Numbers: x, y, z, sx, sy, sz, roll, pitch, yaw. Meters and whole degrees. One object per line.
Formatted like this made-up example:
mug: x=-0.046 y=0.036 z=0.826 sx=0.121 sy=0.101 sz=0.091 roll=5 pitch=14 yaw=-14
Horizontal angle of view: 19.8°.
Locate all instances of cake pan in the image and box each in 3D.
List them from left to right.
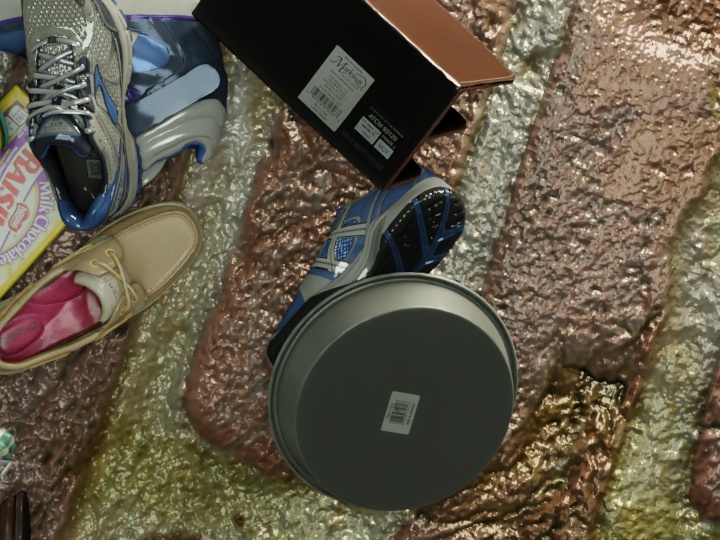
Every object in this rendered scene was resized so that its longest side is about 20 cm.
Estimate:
cake pan: x=0.029 y=0.100 z=1.575 sx=0.199 sy=0.037 sz=0.201 roll=-5 pitch=114 yaw=-12

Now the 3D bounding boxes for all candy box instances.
candy box: x=-0.292 y=-0.035 z=1.579 sx=0.102 sy=0.026 sz=0.200 roll=42 pitch=89 yaw=-8

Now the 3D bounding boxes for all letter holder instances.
letter holder: x=0.000 y=-0.170 z=1.549 sx=0.200 sy=0.142 sz=0.101 roll=43 pitch=113 yaw=12

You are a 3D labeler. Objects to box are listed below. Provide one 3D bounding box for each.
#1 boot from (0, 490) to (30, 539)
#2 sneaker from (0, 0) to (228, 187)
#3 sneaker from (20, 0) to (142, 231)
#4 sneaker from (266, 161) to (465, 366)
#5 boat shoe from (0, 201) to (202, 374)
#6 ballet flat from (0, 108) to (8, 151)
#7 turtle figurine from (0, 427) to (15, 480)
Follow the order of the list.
boot: x=-0.358 y=0.245 z=1.573 sx=0.199 sy=0.064 sz=0.187 roll=10 pitch=90 yaw=-1
sneaker: x=-0.199 y=-0.132 z=1.556 sx=0.199 sy=0.081 sz=0.147 roll=-2 pitch=89 yaw=-11
sneaker: x=-0.204 y=-0.120 z=1.484 sx=0.077 sy=0.085 sz=0.201 roll=-4 pitch=115 yaw=17
sneaker: x=0.000 y=0.000 z=1.592 sx=0.200 sy=0.077 sz=0.076 roll=-46 pitch=129 yaw=13
boat shoe: x=-0.201 y=0.018 z=1.560 sx=0.200 sy=0.069 sz=0.074 roll=-36 pitch=104 yaw=-10
ballet flat: x=-0.334 y=-0.166 z=1.538 sx=0.067 sy=0.067 sz=0.201 roll=-22 pitch=83 yaw=-35
turtle figurine: x=-0.327 y=0.130 z=1.496 sx=0.149 sy=0.200 sz=0.101 roll=-21 pitch=94 yaw=-4
